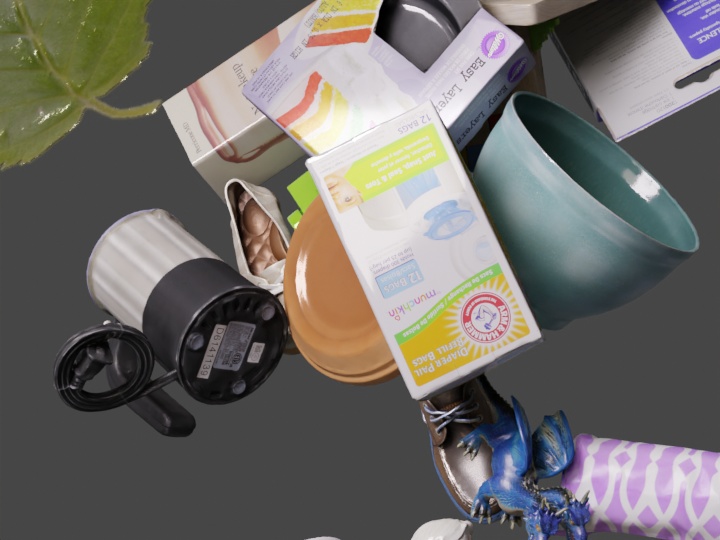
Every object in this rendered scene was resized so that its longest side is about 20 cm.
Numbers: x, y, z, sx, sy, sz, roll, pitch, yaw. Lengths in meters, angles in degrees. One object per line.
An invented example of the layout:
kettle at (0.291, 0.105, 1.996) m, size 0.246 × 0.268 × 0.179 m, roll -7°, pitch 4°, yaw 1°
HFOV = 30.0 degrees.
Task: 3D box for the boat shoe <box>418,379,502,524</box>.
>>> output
boat shoe at (0.080, 0.119, 1.155) m, size 0.072 × 0.072 × 0.201 m, roll -24°, pitch 57°, yaw 10°

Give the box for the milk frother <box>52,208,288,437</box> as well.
milk frother at (-0.205, 0.040, 1.233) m, size 0.188 × 0.200 × 0.181 m, roll 33°, pitch 89°, yaw 45°

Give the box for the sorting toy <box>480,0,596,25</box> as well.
sorting toy at (0.148, -0.289, 1.244) m, size 0.198 × 0.070 × 0.199 m, roll -26°, pitch 25°, yaw -34°

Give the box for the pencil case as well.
pencil case at (0.252, 0.180, 1.045) m, size 0.198 × 0.084 × 0.087 m, roll 6°, pitch 87°, yaw 28°

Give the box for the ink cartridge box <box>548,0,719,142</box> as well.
ink cartridge box at (0.291, -0.225, 1.266) m, size 0.197 × 0.043 × 0.201 m, roll -27°, pitch 53°, yaw 8°

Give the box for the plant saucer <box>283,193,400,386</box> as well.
plant saucer at (0.000, 0.000, 1.192) m, size 0.199 × 0.037 × 0.202 m, roll -12°, pitch 71°, yaw 39°

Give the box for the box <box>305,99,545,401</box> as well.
box at (0.054, -0.012, 1.044) m, size 0.112 × 0.101 × 0.202 m, roll -25°, pitch 82°, yaw 7°

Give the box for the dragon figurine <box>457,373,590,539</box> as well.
dragon figurine at (0.129, 0.137, 1.055) m, size 0.099 × 0.058 × 0.202 m, roll -42°, pitch 40°, yaw 44°

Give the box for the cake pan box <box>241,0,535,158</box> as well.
cake pan box at (0.024, -0.170, 1.161) m, size 0.200 × 0.052 × 0.184 m, roll -47°, pitch 67°, yaw 2°

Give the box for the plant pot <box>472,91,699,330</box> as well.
plant pot at (0.168, -0.036, 1.145) m, size 0.135 × 0.199 × 0.201 m, roll -51°, pitch 52°, yaw 23°

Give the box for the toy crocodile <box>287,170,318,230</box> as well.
toy crocodile at (-0.011, -0.029, 1.289) m, size 0.067 × 0.062 × 0.200 m, roll -40°, pitch 50°, yaw -1°

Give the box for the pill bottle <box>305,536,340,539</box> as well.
pill bottle at (-0.016, 0.321, 1.064) m, size 0.109 × 0.110 × 0.201 m, roll -30°, pitch 56°, yaw 6°

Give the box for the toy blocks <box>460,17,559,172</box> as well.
toy blocks at (0.099, -0.154, 1.268) m, size 0.198 × 0.100 × 0.138 m, roll -7°, pitch 103°, yaw 17°

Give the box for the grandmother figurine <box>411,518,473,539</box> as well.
grandmother figurine at (0.122, 0.259, 1.033) m, size 0.199 × 0.122 × 0.060 m, roll 34°, pitch 36°, yaw 21°

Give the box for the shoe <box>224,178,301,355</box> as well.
shoe at (-0.092, -0.007, 1.310) m, size 0.069 × 0.053 × 0.201 m, roll -27°, pitch 56°, yaw 8°

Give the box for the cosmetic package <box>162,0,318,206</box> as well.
cosmetic package at (-0.089, -0.172, 1.377) m, size 0.199 × 0.087 × 0.104 m, roll -34°, pitch 55°, yaw 3°
